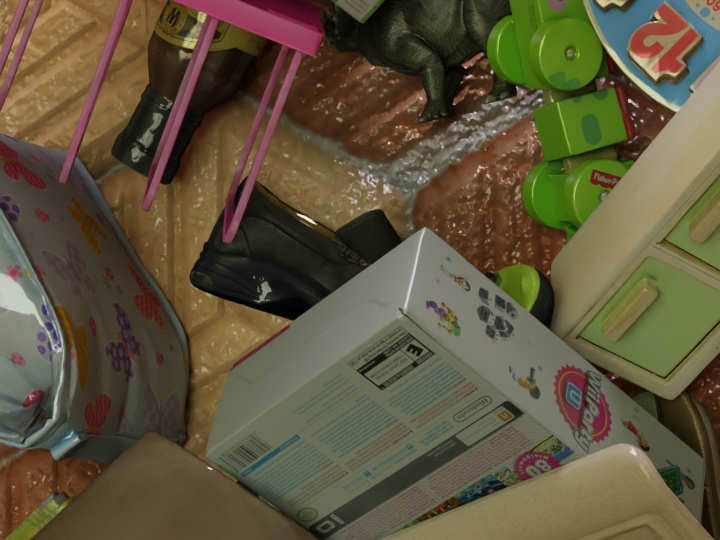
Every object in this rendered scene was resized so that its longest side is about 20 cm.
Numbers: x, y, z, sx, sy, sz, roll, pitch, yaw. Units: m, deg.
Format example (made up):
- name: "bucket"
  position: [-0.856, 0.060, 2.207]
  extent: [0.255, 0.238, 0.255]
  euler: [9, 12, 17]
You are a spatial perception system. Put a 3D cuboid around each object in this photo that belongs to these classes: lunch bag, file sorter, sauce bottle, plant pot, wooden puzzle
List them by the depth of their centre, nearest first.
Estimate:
- name: "wooden puzzle"
  position: [0.116, 0.180, 0.982]
  extent: [0.184, 0.037, 0.200]
  euler: [-26, 116, 32]
- name: "plant pot"
  position: [-0.103, 0.184, 0.994]
  extent: [0.199, 0.200, 0.174]
  euler: [31, 82, 21]
- name: "file sorter"
  position: [-0.135, -0.113, 1.064]
  extent: [0.198, 0.139, 0.126]
  euler: [21, 102, -8]
- name: "lunch bag"
  position: [-0.193, 0.026, 1.131]
  extent: [0.127, 0.169, 0.201]
  euler: [-40, 73, 13]
- name: "sauce bottle"
  position: [-0.082, -0.146, 1.163]
  extent: [0.064, 0.065, 0.201]
  euler: [30, 97, 21]

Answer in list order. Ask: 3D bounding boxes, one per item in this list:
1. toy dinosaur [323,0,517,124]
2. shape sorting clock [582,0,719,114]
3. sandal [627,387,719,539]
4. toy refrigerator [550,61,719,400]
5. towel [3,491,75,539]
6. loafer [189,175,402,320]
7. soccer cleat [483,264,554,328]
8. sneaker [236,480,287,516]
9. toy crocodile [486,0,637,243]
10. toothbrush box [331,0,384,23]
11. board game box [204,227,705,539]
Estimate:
- name: "toy dinosaur"
  position: [0.059, -0.141, 1.103]
  extent: [0.198, 0.077, 0.103]
  euler: [-16, 92, 23]
- name: "shape sorting clock"
  position: [0.205, -0.165, 0.993]
  extent: [0.198, 0.039, 0.202]
  euler: [-2, 83, 15]
- name: "sandal"
  position: [0.168, 0.159, 1.039]
  extent: [0.080, 0.054, 0.202]
  euler: [-3, 89, 35]
- name: "toy refrigerator"
  position: [0.176, -0.031, 0.962]
  extent: [0.075, 0.070, 0.200]
  euler: [26, 128, -16]
- name: "towel"
  position: [-0.155, 0.235, 1.116]
  extent: [0.143, 0.023, 0.201]
  euler: [-40, 82, 24]
- name: "loafer"
  position: [0.000, 0.000, 1.115]
  extent: [0.198, 0.073, 0.073]
  euler: [16, 86, 20]
- name: "soccer cleat"
  position: [0.059, 0.073, 1.051]
  extent: [0.200, 0.080, 0.068]
  euler: [-56, 23, 38]
- name: "sneaker"
  position: [-0.094, 0.164, 1.130]
  extent: [0.084, 0.075, 0.201]
  euler: [29, 95, 16]
- name: "toy crocodile"
  position: [0.115, -0.082, 1.052]
  extent: [0.061, 0.067, 0.202]
  euler: [-17, 99, -18]
- name: "toothbrush box"
  position: [0.011, -0.250, 1.031]
  extent: [0.200, 0.145, 0.086]
  euler: [-46, 51, 11]
- name: "board game box"
  position: [0.048, 0.091, 0.979]
  extent: [0.200, 0.065, 0.147]
  euler: [39, 129, -22]
